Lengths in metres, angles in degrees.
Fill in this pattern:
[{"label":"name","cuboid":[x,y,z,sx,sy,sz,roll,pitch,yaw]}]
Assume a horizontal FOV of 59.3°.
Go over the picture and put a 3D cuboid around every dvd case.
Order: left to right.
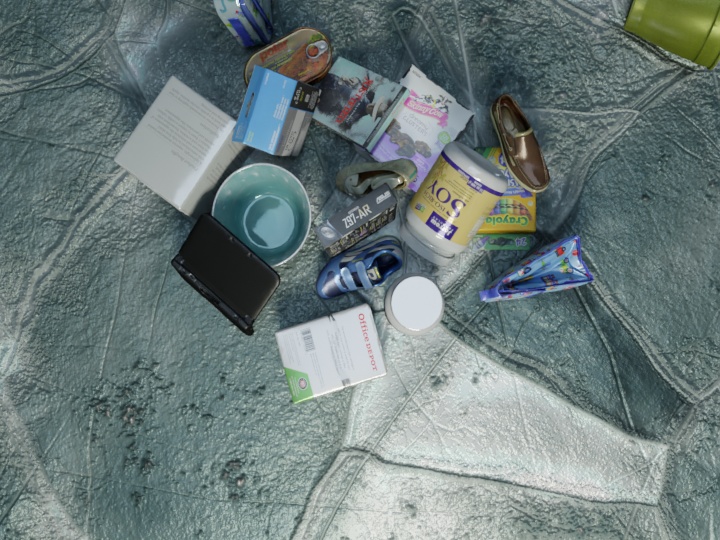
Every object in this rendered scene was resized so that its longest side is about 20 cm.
[{"label":"dvd case","cuboid":[-0.013,-0.341,1.283,0.199,0.022,0.147,35,88,30]}]

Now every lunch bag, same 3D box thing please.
[{"label":"lunch bag","cuboid":[-0.233,-0.547,1.257,0.080,0.200,0.165,-3,84,8]},{"label":"lunch bag","cuboid":[0.323,0.013,1.229,0.196,0.151,0.096,-19,86,0]}]

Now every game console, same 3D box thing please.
[{"label":"game console","cuboid":[-0.259,0.014,1.241,0.199,0.176,0.117,40,76,4]}]

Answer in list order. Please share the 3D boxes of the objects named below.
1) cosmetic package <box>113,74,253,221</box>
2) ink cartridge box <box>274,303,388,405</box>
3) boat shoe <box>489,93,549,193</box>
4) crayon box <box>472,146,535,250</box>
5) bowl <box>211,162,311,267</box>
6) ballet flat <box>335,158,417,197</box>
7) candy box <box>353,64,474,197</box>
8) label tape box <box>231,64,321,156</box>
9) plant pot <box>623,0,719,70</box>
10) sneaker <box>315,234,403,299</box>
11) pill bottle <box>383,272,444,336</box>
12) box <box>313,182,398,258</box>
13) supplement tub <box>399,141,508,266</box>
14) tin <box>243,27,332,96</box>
[{"label":"cosmetic package","cuboid":[-0.342,-0.233,1.255,0.163,0.165,0.202,35,87,4]},{"label":"ink cartridge box","cuboid":[-0.056,0.163,1.260,0.195,0.084,0.150,-16,86,0]},{"label":"boat shoe","cuboid":[0.310,-0.250,1.236,0.073,0.075,0.206,-26,80,-4]},{"label":"crayon box","cuboid":[0.292,-0.146,1.291,0.122,0.052,0.206,0,86,1]},{"label":"bowl","cuboid":[-0.190,-0.102,1.272,0.195,0.105,0.206,0,85,1]},{"label":"ballet flat","cuboid":[0.020,-0.178,1.247,0.197,0.063,0.068,-9,126,36]},{"label":"candy box","cuboid":[0.108,-0.282,1.294,0.167,0.072,0.201,37,89,4]},{"label":"label tape box","cuboid":[-0.157,-0.300,1.219,0.062,0.200,0.147,24,104,12]},{"label":"plant pot","cuboid":[0.637,-0.525,1.254,0.189,0.200,0.205,20,86,15]},{"label":"sneaker","cuboid":[0.000,0.000,1.263,0.197,0.083,0.075,-30,120,1]},{"label":"pill bottle","cuboid":[0.101,0.065,1.206,0.113,0.200,0.119,0,86,1]},{"label":"box","cuboid":[-0.006,-0.090,1.220,0.158,0.200,0.044,-32,85,0]},{"label":"supplement tub","cuboid":[0.175,-0.127,1.221,0.144,0.145,0.202,34,112,4]},{"label":"tin","cuboid":[-0.151,-0.428,1.329,0.197,0.042,0.114,-27,90,-1]}]
